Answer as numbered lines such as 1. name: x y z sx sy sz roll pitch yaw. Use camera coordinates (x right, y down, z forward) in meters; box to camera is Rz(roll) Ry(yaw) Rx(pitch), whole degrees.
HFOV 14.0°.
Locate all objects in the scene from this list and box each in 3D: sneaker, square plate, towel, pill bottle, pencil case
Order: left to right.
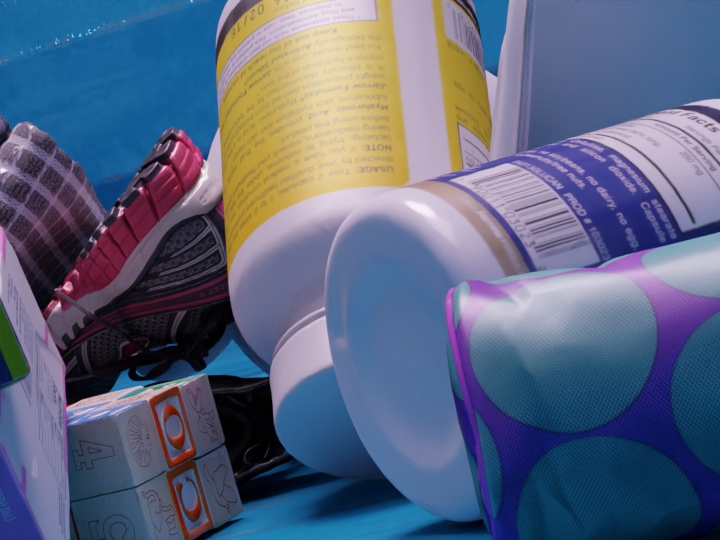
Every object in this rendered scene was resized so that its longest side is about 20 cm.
1. towel: -0.184 0.022 1.350 0.166 0.085 0.200 -59 -11 -10
2. sneaker: -0.098 0.075 1.240 0.199 0.060 0.104 -12 -2 3
3. sneaker: -0.094 0.017 1.278 0.081 0.075 0.200 -57 5 -30
4. pill bottle: 0.001 -0.023 1.154 0.111 0.201 0.112 -3 -38 -2
5. square plate: 0.099 -0.041 1.110 0.028 0.199 0.200 15 19 31
6. pill bottle: 0.097 0.005 0.993 0.199 0.112 0.111 -17 3 -29
7. pencil case: 0.123 0.021 0.801 0.199 0.086 0.092 -15 19 8

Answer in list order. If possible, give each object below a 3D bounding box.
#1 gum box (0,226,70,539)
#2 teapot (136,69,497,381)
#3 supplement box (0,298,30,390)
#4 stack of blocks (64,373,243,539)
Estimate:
1. gum box: -0.166 0.063 1.032 0.113 0.066 0.200 -21 22 2
2. teapot: 0.000 0.000 1.321 0.146 0.197 0.200 -59 -4 -29
3. supplement box: -0.199 -0.018 1.012 0.108 0.110 0.200 -25 23 -10
4. stack of blocks: -0.151 0.093 1.162 0.199 0.059 0.115 -14 4 22
